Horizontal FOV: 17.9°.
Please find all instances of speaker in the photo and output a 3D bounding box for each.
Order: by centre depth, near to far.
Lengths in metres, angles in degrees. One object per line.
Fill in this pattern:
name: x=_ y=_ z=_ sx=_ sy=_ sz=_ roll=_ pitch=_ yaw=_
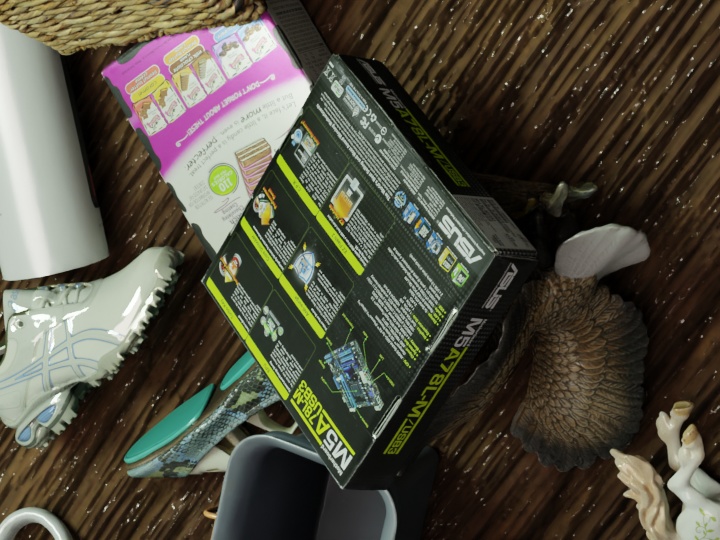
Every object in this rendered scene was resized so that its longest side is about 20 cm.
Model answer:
speaker: x=-0.236 y=-0.096 z=1.612 sx=0.081 sy=0.081 sz=0.202 roll=-8 pitch=98 yaw=26

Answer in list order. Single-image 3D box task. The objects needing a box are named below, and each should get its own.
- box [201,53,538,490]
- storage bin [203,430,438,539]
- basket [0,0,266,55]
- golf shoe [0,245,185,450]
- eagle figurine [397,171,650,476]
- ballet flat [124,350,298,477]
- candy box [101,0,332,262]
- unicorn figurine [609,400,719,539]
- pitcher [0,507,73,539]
box: x=0.000 y=0.000 z=1.428 sx=0.200 sy=0.047 sz=0.194 roll=52 pitch=125 yaw=36
storage bin: x=-0.029 y=0.195 z=1.556 sx=0.144 sy=0.134 sz=0.202 roll=19 pitch=109 yaw=19
basket: x=-0.170 y=-0.236 z=1.482 sx=0.199 sy=0.148 sz=0.144 roll=-5 pitch=74 yaw=38
golf shoe: x=-0.209 y=0.039 z=1.621 sx=0.097 sy=0.078 sz=0.200 roll=41 pitch=116 yaw=-9
eagle figurine: x=0.109 y=0.041 z=1.464 sx=0.150 sy=0.151 sz=0.202 roll=6 pitch=93 yaw=14
ballet flat: x=-0.084 y=0.102 z=1.600 sx=0.200 sy=0.074 sz=0.074 roll=-40 pitch=84 yaw=30
candy box: x=-0.066 y=-0.087 z=1.546 sx=0.136 sy=0.061 sz=0.201 roll=-31 pitch=87 yaw=27
unicorn figurine: x=0.266 y=0.150 z=1.452 sx=0.199 sy=0.074 sz=0.139 roll=-1 pitch=112 yaw=39
pitcher: x=-0.232 y=0.292 z=1.693 sx=0.200 sy=0.121 sz=0.172 roll=39 pitch=100 yaw=24
